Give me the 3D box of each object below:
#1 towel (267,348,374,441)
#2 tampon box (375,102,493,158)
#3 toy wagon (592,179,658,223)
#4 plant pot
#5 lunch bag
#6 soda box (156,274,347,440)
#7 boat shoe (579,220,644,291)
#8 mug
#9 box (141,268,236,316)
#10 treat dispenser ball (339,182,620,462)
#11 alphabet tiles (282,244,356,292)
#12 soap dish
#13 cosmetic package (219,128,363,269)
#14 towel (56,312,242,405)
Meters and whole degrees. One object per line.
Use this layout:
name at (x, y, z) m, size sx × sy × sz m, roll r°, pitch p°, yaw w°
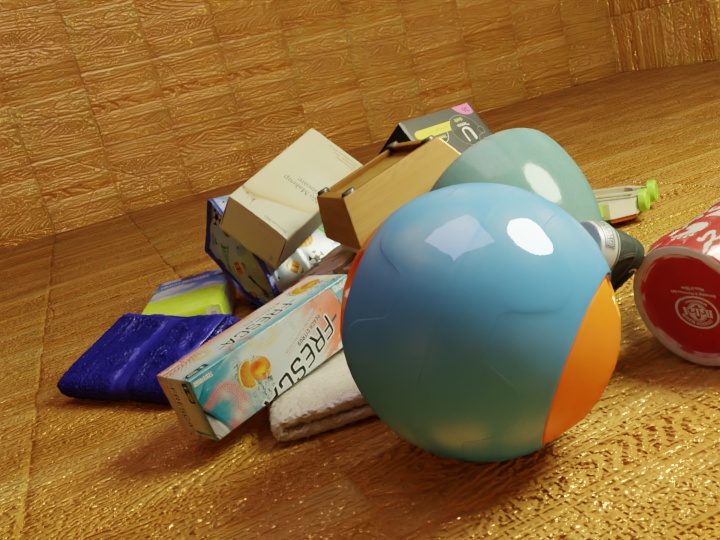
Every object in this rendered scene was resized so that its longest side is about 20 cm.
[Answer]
towel at (0.006, 0.100, 0.705) m, size 0.200 × 0.035 × 0.133 m, roll -16°, pitch 14°, yaw -6°
tampon box at (0.098, -0.125, 1.092) m, size 0.150 × 0.126 × 0.200 m, roll -25°, pitch -17°, yaw -38°
toy wagon at (0.339, -0.093, 1.069) m, size 0.155 × 0.040 × 0.200 m, roll -5°, pitch 13°, yaw 32°
plant pot at (0.178, -0.030, 0.781) m, size 0.200 × 0.200 × 0.135 m, roll -20°, pitch 44°, yaw -20°
lunch bag at (-0.113, -0.030, 1.102) m, size 0.170 × 0.124 × 0.200 m, roll -22°, pitch 49°, yaw -34°
soda box at (-0.087, 0.076, 0.706) m, size 0.200 × 0.064 × 0.068 m, roll -35°, pitch 20°, yaw -35°
boat shoe at (0.167, 0.030, 0.655) m, size 0.057 × 0.069 × 0.200 m, roll 11°, pitch -37°, yaw -26°
mug at (0.335, 0.000, 0.649) m, size 0.200 × 0.133 × 0.178 m, roll -27°, pitch -15°, yaw -28°
box at (-0.251, 0.052, 1.088) m, size 0.122 × 0.048 × 0.200 m, roll -15°, pitch 15°, yaw -2°
treat dispenser ball at (0.085, 0.037, 0.540) m, size 0.201 × 0.201 × 0.201 m, roll -13°, pitch 15°, yaw 4°
alphabet tiles at (-0.017, -0.022, 0.951) m, size 0.200 × 0.015 × 0.196 m, roll -43°, pitch 13°, yaw -34°
soap dish at (0.033, -0.090, 0.872) m, size 0.157 × 0.081 × 0.200 m, roll -35°, pitch 13°, yaw -8°
cosmetic package at (-0.094, -0.106, 1.046) m, size 0.200 × 0.104 × 0.073 m, roll -50°, pitch -7°, yaw -41°
towel at (-0.252, 0.098, 0.879) m, size 0.200 × 0.050 × 0.148 m, roll -5°, pitch 28°, yaw 32°
